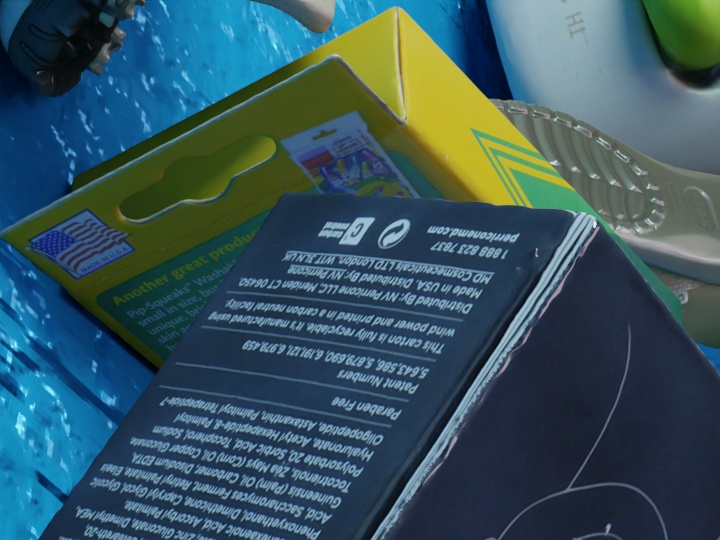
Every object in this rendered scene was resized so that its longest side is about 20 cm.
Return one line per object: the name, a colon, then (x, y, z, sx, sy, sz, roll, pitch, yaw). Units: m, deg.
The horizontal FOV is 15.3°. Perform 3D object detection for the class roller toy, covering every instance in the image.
roller toy: (0.134, -0.092, 1.160, 0.183, 0.139, 0.200, -86, 152, -55)

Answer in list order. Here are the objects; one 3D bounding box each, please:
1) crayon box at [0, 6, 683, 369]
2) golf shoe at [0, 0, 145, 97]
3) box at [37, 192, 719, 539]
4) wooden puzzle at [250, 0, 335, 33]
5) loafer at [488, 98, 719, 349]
crayon box: (0.000, 0.000, 0.828, 0.200, 0.125, 0.052, 43, 32, -40)
golf shoe: (-0.092, -0.130, 0.856, 0.088, 0.077, 0.200, 29, 38, -11)
box: (0.020, 0.119, 0.663, 0.200, 0.124, 0.197, 49, 63, -31)
wooden puzzle: (-0.100, -0.156, 0.802, 0.199, 0.037, 0.186, 15, 45, -15)
loafer: (0.101, -0.008, 1.057, 0.199, 0.068, 0.076, 17, 36, -16)
